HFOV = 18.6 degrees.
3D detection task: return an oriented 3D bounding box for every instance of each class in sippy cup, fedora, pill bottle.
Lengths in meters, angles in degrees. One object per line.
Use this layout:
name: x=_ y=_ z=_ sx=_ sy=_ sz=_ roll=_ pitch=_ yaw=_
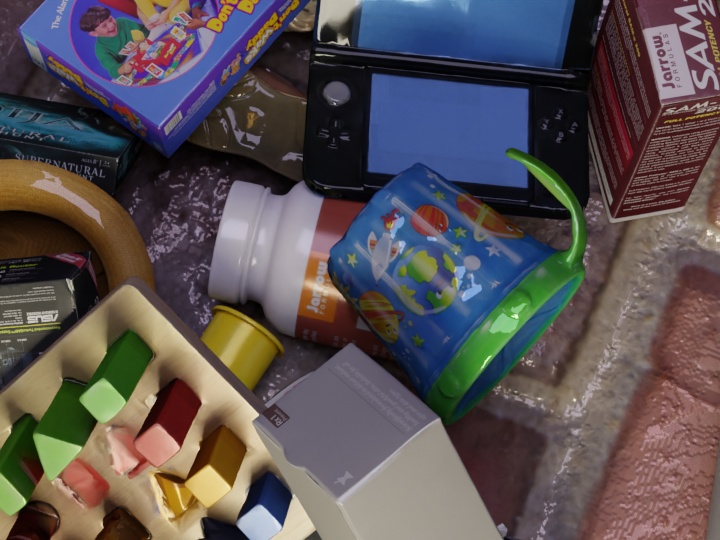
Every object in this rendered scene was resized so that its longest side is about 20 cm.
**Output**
sippy cup: x=0.053 y=0.007 z=1.409 sx=0.130 sy=0.140 sz=0.178 roll=42 pitch=68 yaw=11
fedora: x=-0.231 y=0.010 z=1.504 sx=0.199 sy=0.082 sz=0.202 roll=2 pitch=106 yaw=8
pill bottle: x=0.000 y=0.000 z=1.524 sx=0.199 sy=0.112 sz=0.113 roll=12 pitch=69 yaw=2

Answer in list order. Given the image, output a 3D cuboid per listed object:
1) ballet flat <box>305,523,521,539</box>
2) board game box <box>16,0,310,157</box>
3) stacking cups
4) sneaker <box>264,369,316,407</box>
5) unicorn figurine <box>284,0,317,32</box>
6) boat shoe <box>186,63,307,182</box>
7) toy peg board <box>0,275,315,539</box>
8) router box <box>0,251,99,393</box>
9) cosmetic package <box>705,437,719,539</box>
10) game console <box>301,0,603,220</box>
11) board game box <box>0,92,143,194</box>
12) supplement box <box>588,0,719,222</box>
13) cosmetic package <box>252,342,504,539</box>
ballet flat: x=0.046 y=0.187 z=1.479 sx=0.199 sy=0.073 sz=0.073 roll=17 pitch=69 yaw=4
board game box: x=-0.124 y=-0.195 z=1.552 sx=0.134 sy=0.045 sz=0.200 roll=35 pitch=73 yaw=18
stacking cups: x=-0.129 y=0.122 z=1.506 sx=0.060 sy=0.061 sz=0.200 roll=30 pitch=76 yaw=8
sneaker: x=-0.046 y=0.147 z=1.454 sx=0.200 sy=0.121 sz=0.084 roll=-41 pitch=116 yaw=-20
unicorn figurine: x=-0.106 y=-0.220 z=1.632 sx=0.199 sy=0.074 sz=0.138 roll=-27 pitch=80 yaw=3
boat shoe: x=-0.086 y=-0.116 z=1.590 sx=0.199 sy=0.068 sz=0.072 roll=27 pitch=94 yaw=6
toy peg board: x=-0.151 y=0.149 z=1.374 sx=0.200 sy=0.098 sz=0.199 roll=-40 pitch=101 yaw=19
router box: x=-0.263 y=0.074 z=1.447 sx=0.199 sy=0.062 sz=0.151 roll=-5 pitch=107 yaw=8
cosmetic package: x=0.345 y=0.140 z=1.484 sx=0.199 sy=0.123 sz=0.200 roll=12 pitch=69 yaw=0
game console: x=0.066 y=-0.142 z=1.494 sx=0.199 sy=0.119 sz=0.171 roll=5 pitch=57 yaw=-4
board game box: x=-0.258 y=-0.099 z=1.542 sx=0.199 sy=0.135 sz=0.028 roll=10 pitch=106 yaw=0
supplement box: x=0.205 y=-0.123 z=1.535 sx=0.061 sy=0.200 sz=0.109 roll=-10 pitch=70 yaw=-7
cosmetic package: x=0.024 y=0.153 z=1.338 sx=0.090 sy=0.200 sz=0.107 roll=-36 pitch=42 yaw=-14
